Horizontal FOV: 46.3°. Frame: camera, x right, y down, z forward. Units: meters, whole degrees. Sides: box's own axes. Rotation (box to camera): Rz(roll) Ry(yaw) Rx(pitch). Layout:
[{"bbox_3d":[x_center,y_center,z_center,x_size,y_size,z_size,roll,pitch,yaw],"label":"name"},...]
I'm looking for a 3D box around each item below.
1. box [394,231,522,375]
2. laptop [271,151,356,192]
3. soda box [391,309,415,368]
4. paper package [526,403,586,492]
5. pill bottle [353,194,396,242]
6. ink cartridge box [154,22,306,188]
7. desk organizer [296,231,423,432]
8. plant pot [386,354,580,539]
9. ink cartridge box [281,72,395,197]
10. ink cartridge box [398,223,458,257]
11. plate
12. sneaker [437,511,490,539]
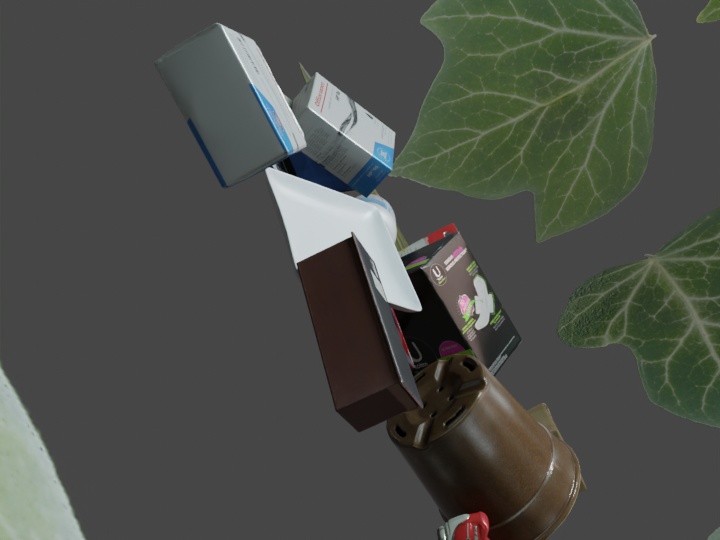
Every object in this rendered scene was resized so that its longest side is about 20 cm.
[{"bbox_3d":[0.120,0.072,1.283,0.124,0.148,0.201,-39,102,-45],"label":"box"},{"bbox_3d":[-0.091,-0.217,1.280,0.189,0.115,0.200,65,7,29],"label":"laptop"},{"bbox_3d":[0.009,0.060,1.135,0.064,0.069,0.201,57,9,-38],"label":"soda box"},{"bbox_3d":[0.350,0.415,1.796,0.192,0.198,0.104,60,7,-23],"label":"paper package"},{"bbox_3d":[0.013,-0.075,1.543,0.110,0.108,0.200,61,7,-9],"label":"pill bottle"},{"bbox_3d":[-0.134,-0.181,0.934,0.148,0.085,0.200,62,5,-8],"label":"ink cartridge box"},{"bbox_3d":[-0.004,0.066,0.926,0.072,0.076,0.202,53,16,-53],"label":"desk organizer"},{"bbox_3d":[0.146,0.230,1.083,0.199,0.199,0.201,50,11,-22],"label":"plant pot"},{"bbox_3d":[-0.045,-0.215,1.259,0.199,0.068,0.117,34,33,-20],"label":"ink cartridge box"},{"bbox_3d":[0.098,0.001,1.501,0.068,0.198,0.116,59,7,-15],"label":"ink cartridge box"},{"bbox_3d":[-0.029,-0.032,1.086,0.198,0.032,0.201,16,38,-38],"label":"plate"},{"bbox_3d":[0.166,0.381,1.003,0.202,0.084,0.077,62,7,-7],"label":"sneaker"}]
